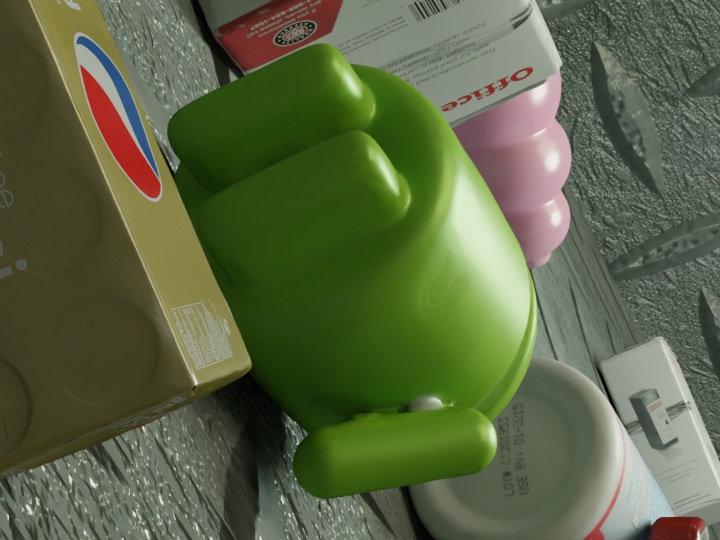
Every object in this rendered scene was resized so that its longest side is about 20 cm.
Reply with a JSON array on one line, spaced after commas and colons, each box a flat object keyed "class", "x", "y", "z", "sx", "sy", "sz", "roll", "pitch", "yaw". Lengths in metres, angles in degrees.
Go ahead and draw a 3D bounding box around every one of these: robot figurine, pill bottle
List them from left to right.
[{"class": "robot figurine", "x": 0.000, "y": 0.000, "z": 0.815, "sx": 0.200, "sy": 0.116, "sz": 0.176, "roll": 53, "pitch": 11, "yaw": -56}, {"class": "pill bottle", "x": 0.104, "y": 0.132, "z": 1.105, "sx": 0.200, "sy": 0.109, "sz": 0.109, "roll": 53, "pitch": 17, "yaw": -55}]

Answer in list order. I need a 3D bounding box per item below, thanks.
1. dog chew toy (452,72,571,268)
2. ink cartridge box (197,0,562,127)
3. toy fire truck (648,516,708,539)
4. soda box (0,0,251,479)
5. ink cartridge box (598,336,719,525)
[{"class": "dog chew toy", "x": 0.110, "y": -0.097, "z": 1.692, "sx": 0.125, "sy": 0.124, "sz": 0.200, "roll": -80, "pitch": 154, "yaw": -73}, {"class": "ink cartridge box", "x": 0.008, "y": -0.144, "z": 1.119, "sx": 0.083, "sy": 0.147, "sz": 0.200, "roll": 68, "pitch": 8, "yaw": 23}, {"class": "toy fire truck", "x": 0.152, "y": 0.225, "z": 0.998, "sx": 0.168, "sy": 0.112, "sz": 0.200, "roll": -16, "pitch": 99, "yaw": -73}, {"class": "soda box", "x": -0.100, "y": -0.051, "z": 0.522, "sx": 0.064, "sy": 0.068, "sz": 0.200, "roll": -7, "pitch": 74, "yaw": -81}, {"class": "ink cartridge box", "x": 0.353, "y": 0.191, "z": 2.445, "sx": 0.146, "sy": 0.085, "sz": 0.200, "roll": 42, "pitch": 28, "yaw": -69}]
